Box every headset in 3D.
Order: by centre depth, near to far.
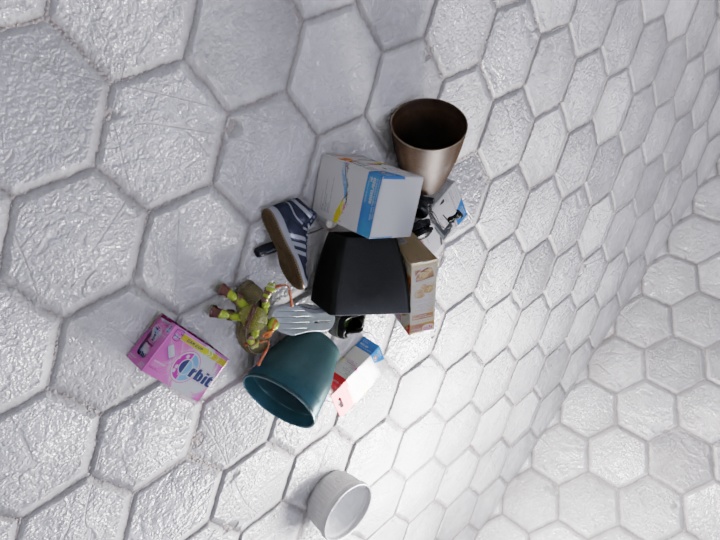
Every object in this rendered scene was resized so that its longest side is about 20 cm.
[{"bbox_3d":[0.158,-0.139,1.821,0.199,0.094,0.124,4,76,-26],"label":"headset"}]

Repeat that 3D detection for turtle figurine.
[{"bbox_3d":[-0.244,0.104,1.553,0.064,0.161,0.201,-66,178,-73],"label":"turtle figurine"}]

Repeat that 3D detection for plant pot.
[{"bbox_3d":[0.000,0.000,1.716,0.198,0.200,0.179,0,97,-18],"label":"plant pot"},{"bbox_3d":[-0.150,0.245,1.733,0.188,0.199,0.201,-56,145,-32],"label":"plant pot"},{"bbox_3d":[0.164,-0.291,1.787,0.187,0.187,0.200,-40,152,-26],"label":"plant pot"}]

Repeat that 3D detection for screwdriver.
[{"bbox_3d":[-0.159,-0.065,1.648,0.199,0.028,0.029,-18,96,-38],"label":"screwdriver"}]

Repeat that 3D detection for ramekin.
[{"bbox_3d":[-0.069,0.703,2.164,0.200,0.105,0.201,-26,130,-36],"label":"ramekin"}]

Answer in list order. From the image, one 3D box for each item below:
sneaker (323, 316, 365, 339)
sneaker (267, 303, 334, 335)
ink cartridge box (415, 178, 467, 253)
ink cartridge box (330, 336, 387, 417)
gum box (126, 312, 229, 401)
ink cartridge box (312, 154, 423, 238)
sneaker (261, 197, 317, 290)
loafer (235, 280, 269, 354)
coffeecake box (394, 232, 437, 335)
[{"bbox_3d":[-0.009,0.117,1.887,0.200,0.087,0.074,-35,135,-31],"label":"sneaker"},{"bbox_3d":[-0.150,0.111,1.674,0.200,0.071,0.073,13,93,-50],"label":"sneaker"},{"bbox_3d":[0.188,-0.141,1.958,0.200,0.084,0.145,-49,140,-15],"label":"ink cartridge box"},{"bbox_3d":[-0.021,0.298,2.000,0.200,0.067,0.117,-42,138,-24],"label":"ink cartridge box"},{"bbox_3d":[-0.385,0.183,1.512,0.114,0.066,0.200,-54,142,-9],"label":"gum box"},{"bbox_3d":[0.013,-0.173,1.644,0.147,0.200,0.145,-7,115,-46],"label":"ink cartridge box"},{"bbox_3d":[-0.137,-0.065,1.606,0.108,0.070,0.201,-32,109,-37],"label":"sneaker"},{"bbox_3d":[-0.241,0.119,1.637,0.076,0.067,0.201,-32,133,-32],"label":"loafer"},{"bbox_3d":[0.123,0.031,1.759,0.073,0.154,0.201,-11,121,-17],"label":"coffeecake box"}]
